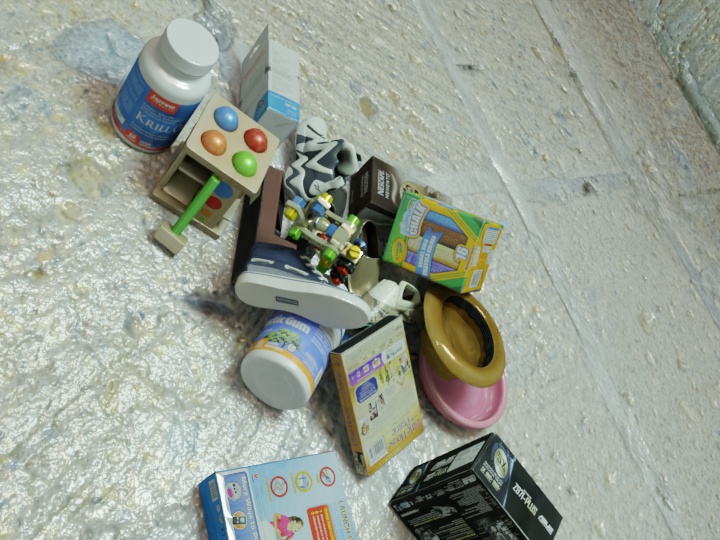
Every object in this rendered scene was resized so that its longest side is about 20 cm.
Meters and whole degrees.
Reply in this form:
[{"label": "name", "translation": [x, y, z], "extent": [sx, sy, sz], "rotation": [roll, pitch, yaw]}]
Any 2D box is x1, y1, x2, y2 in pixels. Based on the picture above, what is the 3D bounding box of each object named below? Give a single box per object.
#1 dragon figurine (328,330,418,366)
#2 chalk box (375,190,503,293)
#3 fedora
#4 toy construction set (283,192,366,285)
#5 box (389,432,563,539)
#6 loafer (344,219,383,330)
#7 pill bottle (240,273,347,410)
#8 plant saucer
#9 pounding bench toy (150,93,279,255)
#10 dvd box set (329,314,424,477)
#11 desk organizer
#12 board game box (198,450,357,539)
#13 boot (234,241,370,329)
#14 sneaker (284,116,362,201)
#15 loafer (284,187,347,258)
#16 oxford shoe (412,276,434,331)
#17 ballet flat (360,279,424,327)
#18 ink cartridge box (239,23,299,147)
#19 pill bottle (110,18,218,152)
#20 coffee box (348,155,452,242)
[{"label": "dragon figurine", "translation": [0.028, 0.130, 1.235], "extent": [0.198, 0.059, 0.101], "rotation": [-20, 78, -44]}, {"label": "chalk box", "translation": [0.123, -0.057, 1.280], "extent": [0.197, 0.127, 0.124], "rotation": [24, 11, 23]}, {"label": "fedora", "translation": [0.159, 0.119, 1.264], "extent": [0.198, 0.082, 0.204], "rotation": [26, 42, -25]}, {"label": "toy construction set", "translation": [-0.055, -0.049, 1.109], "extent": [0.130, 0.200, 0.093], "rotation": [36, 87, -2]}, {"label": "box", "translation": [0.168, 0.355, 1.109], "extent": [0.165, 0.199, 0.086], "rotation": [50, 44, -1]}, {"label": "loafer", "translation": [0.000, 0.000, 1.281], "extent": [0.075, 0.067, 0.205], "rotation": [7, 66, -36]}, {"label": "pill bottle", "translation": [-0.088, 0.098, 1.121], "extent": [0.112, 0.112, 0.201], "rotation": [40, 45, -11]}, {"label": "plant saucer", "translation": [0.176, 0.187, 1.330], "extent": [0.197, 0.051, 0.204], "rotation": [20, 53, -29]}, {"label": "pounding bench toy", "translation": [-0.225, -0.134, 1.119], "extent": [0.123, 0.156, 0.203], "rotation": [32, 47, -19]}, {"label": "dvd box set", "translation": [0.029, 0.189, 1.148], "extent": [0.145, 0.029, 0.205], "rotation": [-28, 112, -42]}, {"label": "desk organizer", "translation": [-0.147, -0.066, 1.205], "extent": [0.076, 0.071, 0.204], "rotation": [24, 51, -29]}, {"label": "board game box", "translation": [-0.099, 0.357, 0.989], "extent": [0.193, 0.056, 0.204], "rotation": [2, 63, -40]}, {"label": "boot", "translation": [-0.075, 0.015, 1.071], "extent": [0.195, 0.073, 0.092], "rotation": [16, 48, -1]}, {"label": "sneaker", "translation": [-0.052, -0.205, 1.312], "extent": [0.201, 0.127, 0.081], "rotation": [-75, 151, -47]}, {"label": "loafer", "translation": [-0.062, -0.092, 1.290], "extent": [0.072, 0.072, 0.202], "rotation": [38, 45, -13]}, {"label": "oxford shoe", "translation": [0.149, 0.016, 1.361], "extent": [0.074, 0.057, 0.204], "rotation": [27, 80, -26]}, {"label": "ballet flat", "translation": [0.053, 0.051, 1.233], "extent": [0.067, 0.076, 0.198], "rotation": [35, 14, 31]}, {"label": "ink cartridge box", "translation": [-0.161, -0.317, 1.318], "extent": [0.066, 0.115, 0.204], "rotation": [17, 54, -30]}, {"label": "pill bottle", "translation": [-0.292, -0.278, 1.123], "extent": [0.110, 0.199, 0.114], "rotation": [20, 52, -28]}, {"label": "coffee box", "translation": [0.078, -0.114, 1.416], "extent": [0.197, 0.080, 0.115], "rotation": [23, 51, -28]}]
